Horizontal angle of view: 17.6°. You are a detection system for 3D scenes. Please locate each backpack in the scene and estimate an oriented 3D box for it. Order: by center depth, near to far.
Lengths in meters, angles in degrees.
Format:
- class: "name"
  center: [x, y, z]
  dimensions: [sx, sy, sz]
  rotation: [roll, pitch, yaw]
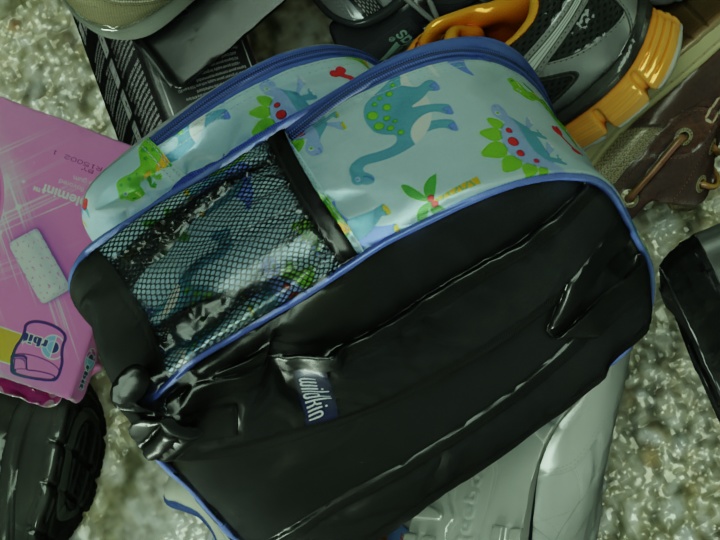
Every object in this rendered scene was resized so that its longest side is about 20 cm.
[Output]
- class: "backpack"
  center: [0.000, 0.000, 0.910]
  dimensions: [0.200, 0.183, 0.147]
  rotation: [-30, 57, 0]

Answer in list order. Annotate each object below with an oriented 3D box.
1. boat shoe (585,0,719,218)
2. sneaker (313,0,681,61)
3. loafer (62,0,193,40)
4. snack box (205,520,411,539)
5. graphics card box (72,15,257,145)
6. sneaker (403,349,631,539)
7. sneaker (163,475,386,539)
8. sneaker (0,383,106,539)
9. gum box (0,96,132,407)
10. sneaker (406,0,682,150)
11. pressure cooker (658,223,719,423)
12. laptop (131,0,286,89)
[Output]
- class: "boat shoe"
  center: [0.125, -0.055, 1.037]
  dimensions: [0.200, 0.072, 0.072]
  rotation: [-45, 110, -1]
- class: "sneaker"
  center: [0.039, -0.124, 1.050]
  dimensions: [0.200, 0.078, 0.140]
  rotation: [26, 90, 19]
- class: "loafer"
  center: [-0.048, -0.171, 0.903]
  dimensions: [0.075, 0.070, 0.200]
  rotation: [42, 97, 11]
- class: "snack box"
  center: [0.027, 0.145, 1.044]
  dimensions: [0.200, 0.024, 0.072]
  rotation: [20, 88, 10]
- class: "graphics card box"
  center: [-0.092, -0.111, 1.035]
  dimensions: [0.051, 0.125, 0.200]
  rotation: [-20, 81, -14]
- class: "sneaker"
  center: [0.077, 0.071, 0.999]
  dimensions: [0.076, 0.080, 0.200]
  rotation: [17, 84, 39]
- class: "sneaker"
  center: [-0.017, 0.157, 1.007]
  dimensions: [0.088, 0.075, 0.200]
  rotation: [-28, 71, 12]
- class: "sneaker"
  center: [-0.180, 0.139, 1.058]
  dimensions: [0.091, 0.076, 0.200]
  rotation: [11, 77, 15]
- class: "gum box"
  center: [-0.194, -0.024, 0.993]
  dimensions: [0.200, 0.066, 0.114]
  rotation: [20, 78, -16]
- class: "sneaker"
  center: [0.043, -0.069, 1.008]
  dimensions: [0.200, 0.078, 0.077]
  rotation: [-37, 115, 27]
- class: "pressure cooker"
  center: [0.240, 0.031, 0.950]
  dimensions: [0.200, 0.176, 0.179]
  rotation: [-22, 74, 4]
- class: "laptop"
  center: [-0.043, -0.206, 0.995]
  dimensions: [0.187, 0.200, 0.116]
  rotation: [52, 133, 9]
